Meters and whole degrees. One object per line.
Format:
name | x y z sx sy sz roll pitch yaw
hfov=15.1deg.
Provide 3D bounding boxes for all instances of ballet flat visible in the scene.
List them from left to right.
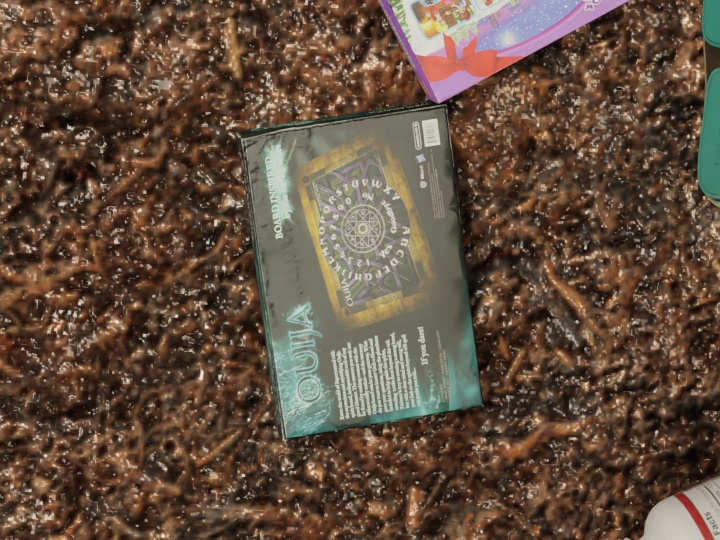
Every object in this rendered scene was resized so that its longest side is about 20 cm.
ballet flat | 0.254 -0.138 1.752 0.062 0.067 0.200 -4 106 -38

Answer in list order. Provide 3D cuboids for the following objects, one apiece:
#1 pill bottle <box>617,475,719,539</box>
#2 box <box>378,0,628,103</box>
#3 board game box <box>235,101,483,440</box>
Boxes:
pill bottle | 0.258 0.184 1.773 0.200 0.112 0.112 -22 103 -5
box | 0.101 -0.212 1.713 0.200 0.039 0.137 -28 103 -4
board game box | 0.000 0.000 1.737 0.135 0.028 0.200 -9 102 -8
